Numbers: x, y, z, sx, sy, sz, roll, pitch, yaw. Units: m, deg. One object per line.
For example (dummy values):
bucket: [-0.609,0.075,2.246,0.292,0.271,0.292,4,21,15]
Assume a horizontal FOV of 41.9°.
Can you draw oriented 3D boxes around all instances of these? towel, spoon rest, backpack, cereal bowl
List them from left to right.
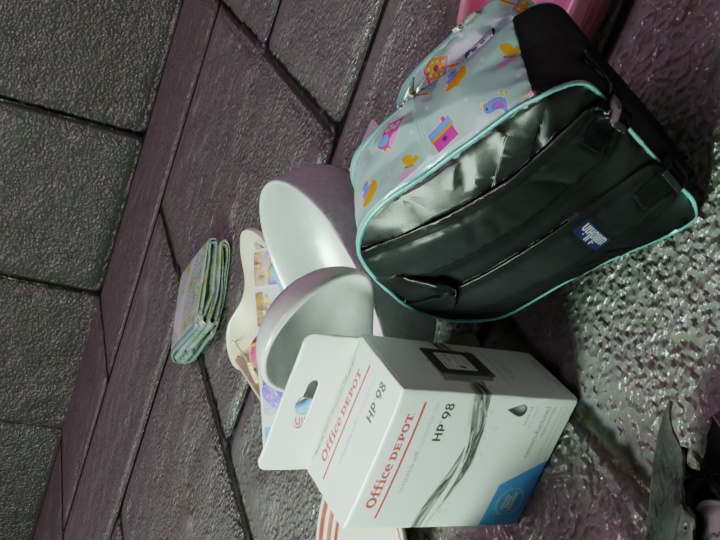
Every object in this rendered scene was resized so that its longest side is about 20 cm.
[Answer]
towel: [-0.279,0.055,1.629,0.200,0.048,0.173,-40,40,55]
spoon rest: [-0.023,0.059,0.680,0.099,0.061,0.200,-44,-20,-11]
cereal bowl: [0.000,0.000,0.775,0.200,0.083,0.201,50,157,31]
backpack: [0.091,-0.063,0.624,0.199,0.175,0.154,-39,43,23]

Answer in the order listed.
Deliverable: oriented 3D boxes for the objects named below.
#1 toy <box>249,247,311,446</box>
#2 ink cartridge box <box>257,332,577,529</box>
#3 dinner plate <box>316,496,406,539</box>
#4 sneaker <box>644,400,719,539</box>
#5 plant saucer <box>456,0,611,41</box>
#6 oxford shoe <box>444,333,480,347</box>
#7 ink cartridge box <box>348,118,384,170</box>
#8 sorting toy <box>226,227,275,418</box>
toy: [-0.073,0.073,0.901,0.114,0.047,0.203,-8,82,42]
ink cartridge box: [0.041,0.115,0.656,0.067,0.198,0.117,47,122,50]
dinner plate: [0.005,0.274,0.870,0.200,0.024,0.203,157,116,-62]
sneaker: [0.174,0.159,0.468,0.200,0.059,0.105,-73,-4,-69]
plant saucer: [0.150,-0.238,0.783,0.200,0.050,0.203,-168,90,-67]
oxford shoe: [0.055,0.123,0.826,0.074,0.070,0.200,-58,5,-37]
ink cartridge box: [0.023,-0.022,0.921,0.201,0.083,0.147,-63,28,29]
sorting toy: [-0.091,0.049,1.031,0.200,0.106,0.182,-143,38,-64]
